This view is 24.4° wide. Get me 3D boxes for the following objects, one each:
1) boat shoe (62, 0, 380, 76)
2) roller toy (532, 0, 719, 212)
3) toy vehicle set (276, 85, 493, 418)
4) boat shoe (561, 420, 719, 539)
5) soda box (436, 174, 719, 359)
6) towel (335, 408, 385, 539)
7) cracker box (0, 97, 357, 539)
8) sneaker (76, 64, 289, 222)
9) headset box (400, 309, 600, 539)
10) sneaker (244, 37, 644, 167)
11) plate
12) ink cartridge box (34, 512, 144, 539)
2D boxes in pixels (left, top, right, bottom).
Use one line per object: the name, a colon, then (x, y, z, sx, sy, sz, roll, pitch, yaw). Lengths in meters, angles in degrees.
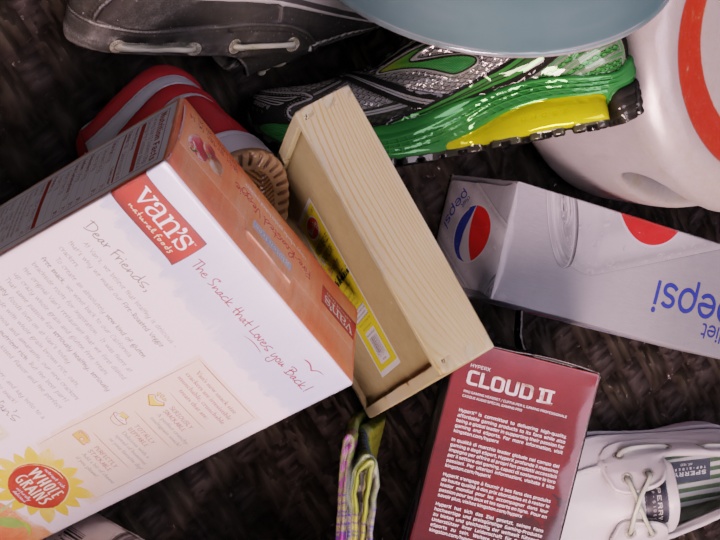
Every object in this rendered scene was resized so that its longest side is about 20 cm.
boat shoe: (-0.057, -0.133, 0.822, 0.199, 0.071, 0.064, -1, 124, -39)
roller toy: (0.189, -0.127, 0.933, 0.200, 0.139, 0.183, -40, 116, -23)
toy vehicle set: (0.000, 0.000, 0.773, 0.026, 0.200, 0.125, -28, 85, -12)
boat shoe: (0.164, 0.129, 0.996, 0.199, 0.067, 0.074, -15, 104, -31)
soda box: (0.138, 0.000, 0.963, 0.199, 0.063, 0.069, 15, 88, -34)
towel: (-0.003, 0.177, 0.860, 0.023, 0.144, 0.201, 4, 92, 2)
cracker box: (-0.118, 0.030, 0.734, 0.199, 0.058, 0.134, -27, 119, 21)
sneaker: (-0.094, -0.004, 0.819, 0.071, 0.113, 0.201, -9, 132, -33)
headset box: (0.065, 0.120, 0.875, 0.077, 0.149, 0.201, 13, 90, 2)
sneaker: (0.038, -0.099, 0.848, 0.199, 0.078, 0.086, -11, 94, 2)
plate: (0.063, -0.177, 0.822, 0.199, 0.200, 0.026, -25, 145, -28)
ink cartridge box: (-0.126, 0.193, 0.736, 0.147, 0.200, 0.086, -49, 119, -17)
